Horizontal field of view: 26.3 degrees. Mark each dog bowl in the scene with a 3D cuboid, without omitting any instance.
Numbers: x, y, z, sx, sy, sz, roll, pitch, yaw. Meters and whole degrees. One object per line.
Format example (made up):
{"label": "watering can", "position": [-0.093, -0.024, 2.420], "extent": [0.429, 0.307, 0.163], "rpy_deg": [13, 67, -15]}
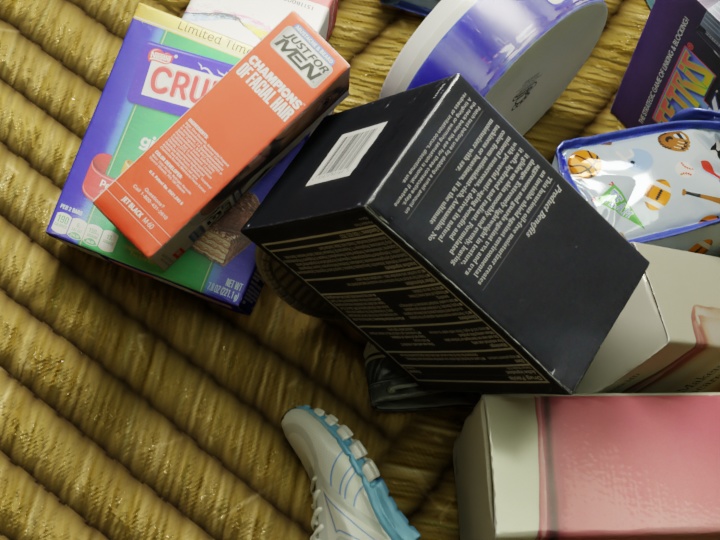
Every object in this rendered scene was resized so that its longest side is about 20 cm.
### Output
{"label": "dog bowl", "position": [0.110, -0.172, 1.285], "extent": [0.200, 0.200, 0.079], "rpy_deg": [-39, 74, -25]}

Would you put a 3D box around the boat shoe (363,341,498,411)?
{"label": "boat shoe", "position": [0.102, 0.089, 1.220], "extent": [0.200, 0.072, 0.071], "rpy_deg": [0, 68, 5]}

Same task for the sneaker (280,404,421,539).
{"label": "sneaker", "position": [-0.013, 0.191, 1.140], "extent": [0.087, 0.075, 0.200], "rpy_deg": [-30, 68, -16]}

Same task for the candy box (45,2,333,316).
{"label": "candy box", "position": [-0.131, -0.088, 1.236], "extent": [0.169, 0.077, 0.200], "rpy_deg": [21, 84, 4]}

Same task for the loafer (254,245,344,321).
{"label": "loafer", "position": [0.000, 0.000, 1.225], "extent": [0.200, 0.076, 0.068], "rpy_deg": [23, 34, -32]}

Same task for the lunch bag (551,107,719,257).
{"label": "lunch bag", "position": [0.242, -0.041, 1.248], "extent": [0.200, 0.170, 0.124], "rpy_deg": [-12, 66, -12]}

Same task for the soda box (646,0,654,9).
{"label": "soda box", "position": [0.284, -0.323, 1.469], "extent": [0.064, 0.068, 0.200], "rpy_deg": [-15, 63, -15]}

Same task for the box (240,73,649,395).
{"label": "box", "position": [0.056, -0.018, 1.085], "extent": [0.198, 0.200, 0.123], "rpy_deg": [43, 69, -20]}

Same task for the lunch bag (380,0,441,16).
{"label": "lunch bag", "position": [0.121, -0.314, 1.418], "extent": [0.200, 0.127, 0.170], "rpy_deg": [5, 62, 10]}

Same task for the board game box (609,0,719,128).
{"label": "board game box", "position": [0.304, -0.147, 1.297], "extent": [0.057, 0.200, 0.165], "rpy_deg": [-34, 69, -22]}

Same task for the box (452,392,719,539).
{"label": "box", "position": [0.179, 0.160, 1.145], "extent": [0.200, 0.128, 0.109], "rpy_deg": [0, 67, -7]}

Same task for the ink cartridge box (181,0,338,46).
{"label": "ink cartridge box", "position": [-0.102, -0.181, 1.337], "extent": [0.116, 0.068, 0.200], "rpy_deg": [18, 61, 3]}

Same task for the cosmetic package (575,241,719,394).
{"label": "cosmetic package", "position": [0.252, 0.049, 1.187], "extent": [0.200, 0.103, 0.087], "rpy_deg": [7, 56, -39]}

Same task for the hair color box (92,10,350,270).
{"label": "hair color box", "position": [-0.099, -0.092, 1.143], "extent": [0.064, 0.111, 0.200], "rpy_deg": [45, 87, 3]}
